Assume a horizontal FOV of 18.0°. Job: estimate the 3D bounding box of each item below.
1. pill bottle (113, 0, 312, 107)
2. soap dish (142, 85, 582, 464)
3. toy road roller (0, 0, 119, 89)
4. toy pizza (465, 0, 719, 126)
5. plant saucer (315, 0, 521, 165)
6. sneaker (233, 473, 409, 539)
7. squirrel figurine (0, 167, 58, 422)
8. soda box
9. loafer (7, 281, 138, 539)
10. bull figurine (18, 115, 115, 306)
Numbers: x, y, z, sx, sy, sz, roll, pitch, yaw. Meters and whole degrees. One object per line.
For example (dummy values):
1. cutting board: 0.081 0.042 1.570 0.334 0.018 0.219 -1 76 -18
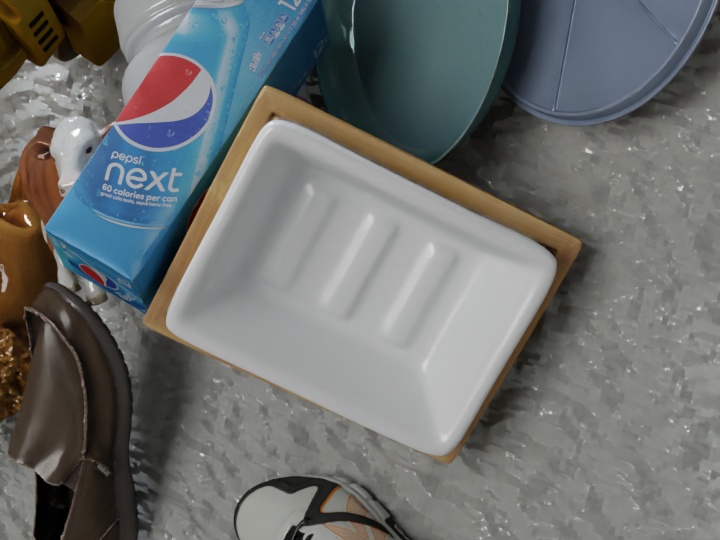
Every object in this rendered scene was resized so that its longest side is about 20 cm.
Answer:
1. pill bottle: -0.083 -0.085 1.400 0.113 0.113 0.202 -33 66 35
2. soap dish: 0.000 0.000 1.279 0.158 0.199 0.081 -61 12 20
3. toy road roller: -0.239 -0.175 1.471 0.122 0.200 0.147 33 80 11
4. toy pizza: 0.133 -0.180 1.263 0.199 0.032 0.202 -5 83 48
5. plant saucer: 0.036 -0.155 1.333 0.199 0.027 0.202 -3 86 56
6. sneaker: -0.012 0.172 1.338 0.199 0.080 0.074 23 103 42
7. squirrel figurine: -0.300 0.019 1.538 0.141 0.186 0.202 -25 70 37
8. soda box: -0.096 -0.080 1.303 0.064 0.068 0.201 28 76 13
9. loafer: -0.188 0.106 1.458 0.073 0.071 0.202 23 128 48
10. bull figurine: -0.174 -0.044 1.452 0.200 0.065 0.123 -155 50 -74
